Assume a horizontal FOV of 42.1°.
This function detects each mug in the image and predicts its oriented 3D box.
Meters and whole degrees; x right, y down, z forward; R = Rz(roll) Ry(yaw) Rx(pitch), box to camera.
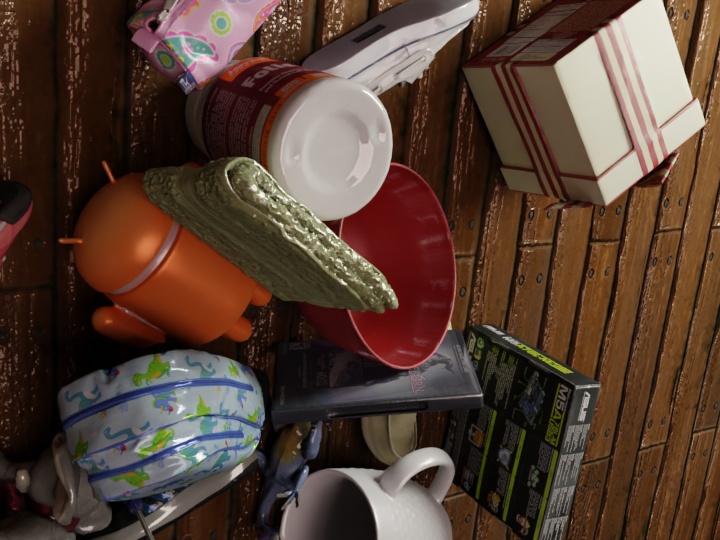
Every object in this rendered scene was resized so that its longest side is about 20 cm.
[{"bbox_3d":[0.033,0.281,1.054,0.175,0.148,0.201,15,113,-48],"label":"mug"}]

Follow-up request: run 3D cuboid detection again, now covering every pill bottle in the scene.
[{"bbox_3d":[-0.070,-0.122,0.809,0.113,0.200,0.115,-13,114,-30],"label":"pill bottle"}]

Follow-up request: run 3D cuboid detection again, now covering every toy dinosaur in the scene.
[{"bbox_3d":[-0.068,0.211,1.010,0.199,0.105,0.183,-22,137,-38],"label":"toy dinosaur"}]

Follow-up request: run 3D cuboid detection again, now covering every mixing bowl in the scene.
[{"bbox_3d":[0.000,0.000,0.939,0.199,0.108,0.202,11,76,-52],"label":"mixing bowl"}]

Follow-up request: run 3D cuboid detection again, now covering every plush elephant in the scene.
[{"bbox_3d":[-0.294,0.218,0.827,0.198,0.156,0.165,8,150,-4],"label":"plush elephant"}]

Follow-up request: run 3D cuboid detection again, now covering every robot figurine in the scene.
[{"bbox_3d":[-0.170,-0.011,0.838,0.143,0.117,0.200,-38,130,17],"label":"robot figurine"}]

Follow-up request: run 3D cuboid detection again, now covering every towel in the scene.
[{"bbox_3d":[-0.072,-0.025,0.758,0.200,0.148,0.037,38,68,-35],"label":"towel"}]

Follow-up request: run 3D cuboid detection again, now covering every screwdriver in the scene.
[{"bbox_3d":[-0.201,0.234,0.856,0.028,0.200,0.029,23,111,-43],"label":"screwdriver"}]

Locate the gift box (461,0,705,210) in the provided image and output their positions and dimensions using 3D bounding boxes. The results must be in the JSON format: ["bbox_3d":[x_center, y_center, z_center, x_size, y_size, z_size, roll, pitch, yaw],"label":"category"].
[{"bbox_3d":[0.228,-0.171,1.013,0.199,0.184,0.188,-36,115,-14],"label":"gift box"}]

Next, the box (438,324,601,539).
[{"bbox_3d":[0.179,0.188,1.097,0.047,0.193,0.202,1,106,-35],"label":"box"}]

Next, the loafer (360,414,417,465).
[{"bbox_3d":[0.042,0.134,1.050,0.076,0.068,0.202,-40,129,-50],"label":"loafer"}]

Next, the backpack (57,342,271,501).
[{"bbox_3d":[-0.172,0.128,0.805,0.161,0.155,0.200,-13,152,4],"label":"backpack"}]

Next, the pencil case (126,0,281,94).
[{"bbox_3d":[-0.114,-0.248,0.805,0.200,0.087,0.087,-50,127,-9],"label":"pencil case"}]

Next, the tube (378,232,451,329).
[{"bbox_3d":[0.072,0.039,1.065,0.058,0.051,0.202,-59,140,-58],"label":"tube"}]

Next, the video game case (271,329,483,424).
[{"bbox_3d":[0.012,0.103,0.933,0.198,0.143,0.019,-5,112,-1],"label":"video game case"}]

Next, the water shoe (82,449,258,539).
[{"bbox_3d":[-0.199,0.213,0.940,0.199,0.072,0.079,-30,79,-4],"label":"water shoe"}]

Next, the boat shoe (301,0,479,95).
[{"bbox_3d":[0.035,-0.216,0.934,0.199,0.074,0.066,-28,126,-11],"label":"boat shoe"}]

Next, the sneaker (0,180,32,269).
[{"bbox_3d":[-0.334,0.013,0.776,0.200,0.074,0.087,-49,140,-4],"label":"sneaker"}]
